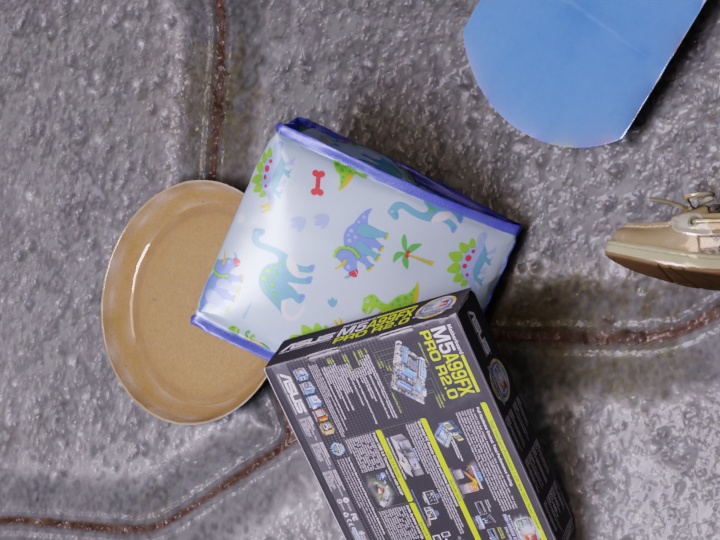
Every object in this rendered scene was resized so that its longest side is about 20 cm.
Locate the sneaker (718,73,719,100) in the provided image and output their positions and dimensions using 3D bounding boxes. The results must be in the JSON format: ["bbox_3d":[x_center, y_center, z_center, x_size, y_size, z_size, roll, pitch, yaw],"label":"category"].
[{"bbox_3d":[0.334,-0.134,1.339,0.199,0.081,0.147,-20,56,14],"label":"sneaker"}]

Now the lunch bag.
[{"bbox_3d":[0.000,0.000,1.531,0.199,0.127,0.171,25,100,5],"label":"lunch bag"}]

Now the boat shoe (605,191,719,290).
[{"bbox_3d":[0.265,-0.021,1.384,0.199,0.073,0.063,3,80,24],"label":"boat shoe"}]

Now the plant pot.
[{"bbox_3d":[-0.131,0.027,1.675,0.199,0.027,0.201,-4,83,34],"label":"plant pot"}]

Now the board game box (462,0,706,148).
[{"bbox_3d":[0.171,-0.188,1.485,0.158,0.039,0.201,39,112,26],"label":"board game box"}]

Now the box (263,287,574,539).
[{"bbox_3d":[0.043,0.126,1.462,0.160,0.044,0.201,-17,108,26],"label":"box"}]
